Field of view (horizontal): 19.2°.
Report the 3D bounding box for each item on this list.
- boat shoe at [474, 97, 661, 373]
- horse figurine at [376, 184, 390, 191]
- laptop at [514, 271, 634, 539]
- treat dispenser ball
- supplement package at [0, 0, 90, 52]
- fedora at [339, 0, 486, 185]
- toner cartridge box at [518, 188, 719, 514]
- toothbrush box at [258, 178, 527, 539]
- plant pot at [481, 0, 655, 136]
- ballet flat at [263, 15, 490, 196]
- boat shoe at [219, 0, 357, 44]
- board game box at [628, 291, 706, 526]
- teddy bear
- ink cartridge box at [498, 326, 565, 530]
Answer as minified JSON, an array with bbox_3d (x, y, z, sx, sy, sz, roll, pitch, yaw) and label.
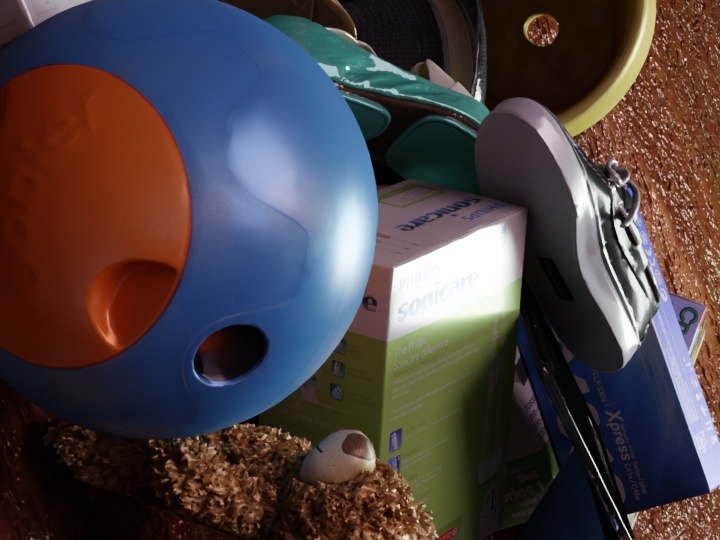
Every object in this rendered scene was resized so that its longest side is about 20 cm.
[{"bbox_3d":[0.129,-0.031,1.229,0.068,0.073,0.200,-48,127,-26],"label":"boat shoe"},{"bbox_3d":[0.000,0.000,1.284,0.200,0.133,0.050,23,31,-28],"label":"horse figurine"},{"bbox_3d":[0.089,0.128,1.252,0.187,0.116,0.200,-95,159,-72],"label":"laptop"},{"bbox_3d":[-0.092,-0.024,0.961,0.201,0.200,0.201,39,41,-44],"label":"treat dispenser ball"},{"bbox_3d":[-0.177,-0.172,1.070,0.117,0.117,0.200,66,30,-6],"label":"supplement package"},{"bbox_3d":[0.005,-0.119,1.350,0.091,0.201,0.201,8,60,-21],"label":"fedora"},{"bbox_3d":[0.156,0.054,1.355,0.043,0.095,0.201,-17,88,-61],"label":"toner cartridge box"},{"bbox_3d":[0.017,0.066,1.186,0.146,0.086,0.201,-24,124,-53],"label":"toothbrush box"},{"bbox_3d":[0.117,-0.182,1.534,0.189,0.200,0.201,6,67,-76],"label":"plant pot"},{"bbox_3d":[0.019,-0.099,1.228,0.200,0.067,0.071,21,52,-29],"label":"ballet flat"},{"bbox_3d":[-0.082,-0.186,1.222,0.200,0.072,0.065,40,9,-32],"label":"boat shoe"},{"bbox_3d":[0.188,0.121,1.462,0.126,0.035,0.200,49,62,-77],"label":"board game box"},{"bbox_3d":[-0.059,0.097,1.041,0.145,0.200,0.067,24,81,-40],"label":"teddy bear"},{"bbox_3d":[0.081,0.051,1.415,0.200,0.084,0.145,63,29,-13],"label":"ink cartridge box"}]
